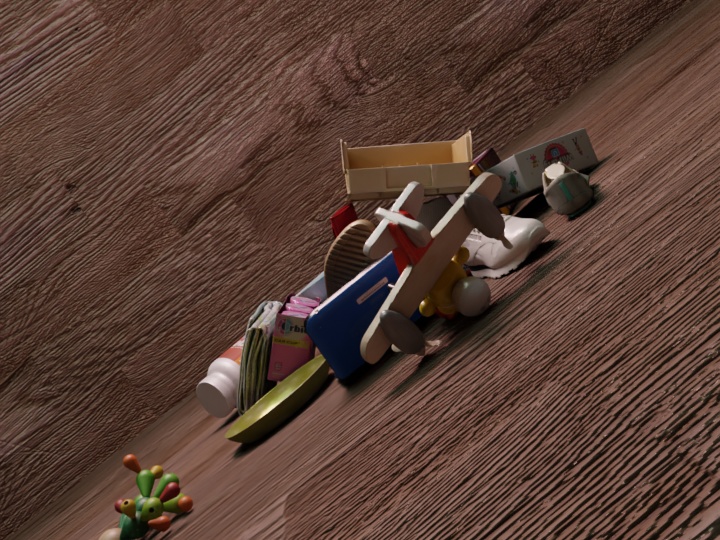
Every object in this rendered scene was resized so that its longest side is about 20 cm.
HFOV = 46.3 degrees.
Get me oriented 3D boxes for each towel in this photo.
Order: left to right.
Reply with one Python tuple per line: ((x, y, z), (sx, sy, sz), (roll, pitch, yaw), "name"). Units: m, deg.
((-0.176, 0.154, 1.498), (0.047, 0.174, 0.200), (9, 9, 4), "towel")

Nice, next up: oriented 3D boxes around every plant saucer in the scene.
((-0.119, 0.201, 1.284), (0.199, 0.031, 0.200), (-38, 4, 3), "plant saucer")

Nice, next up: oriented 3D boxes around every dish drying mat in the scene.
((0.000, 0.000, 1.328), (0.018, 0.203, 0.077), (-12, 15, 29), "dish drying mat")

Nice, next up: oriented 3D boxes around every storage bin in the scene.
((0.069, -0.161, 1.333), (0.196, 0.096, 0.199), (-3, 3, 0), "storage bin")

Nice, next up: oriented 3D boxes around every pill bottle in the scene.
((-0.240, 0.208, 1.721), (0.112, 0.113, 0.200), (-34, 6, 43), "pill bottle")

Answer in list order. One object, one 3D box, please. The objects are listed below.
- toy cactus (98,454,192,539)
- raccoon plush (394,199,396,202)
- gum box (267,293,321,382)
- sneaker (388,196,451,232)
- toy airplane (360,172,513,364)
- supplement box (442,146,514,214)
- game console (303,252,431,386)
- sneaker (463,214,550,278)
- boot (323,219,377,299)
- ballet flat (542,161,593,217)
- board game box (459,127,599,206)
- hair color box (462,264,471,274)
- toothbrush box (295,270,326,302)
((-0.310, 0.334, 1.128), (0.165, 0.102, 0.199), (-50, 17, -23), "toy cactus")
((0.134, -0.114, 1.684), (0.133, 0.203, 0.096), (-34, -27, 29), "raccoon plush")
((-0.113, 0.116, 1.489), (0.200, 0.065, 0.116), (-77, -5, -81), "gum box")
((0.077, -0.066, 1.293), (0.079, 0.080, 0.199), (-23, -5, 29), "sneaker")
((0.087, -0.003, 0.951), (0.198, 0.140, 0.203), (-23, -42, -50), "toy airplane")
((0.232, -0.150, 1.593), (0.085, 0.111, 0.200), (-35, 4, 24), "supplement box")
((0.021, 0.052, 1.154), (0.199, 0.172, 0.118), (-38, 30, -8), "game console")
((0.172, -0.042, 1.090), (0.076, 0.081, 0.200), (-36, 5, -18), "sneaker")
((0.006, -0.011, 1.198), (0.167, 0.071, 0.202), (-50, -20, -55), "boot")
((0.277, -0.119, 1.144), (0.067, 0.064, 0.200), (-36, 4, 13), "ballet flat")
((0.269, -0.153, 1.374), (0.146, 0.065, 0.200), (-22, -1, -22), "board game box")
((0.119, -0.007, 1.297), (0.199, 0.064, 0.111), (-36, 1, 43), "hair color box")
((-0.024, 0.020, 1.613), (0.199, 0.086, 0.146), (-34, 6, 41), "toothbrush box")
